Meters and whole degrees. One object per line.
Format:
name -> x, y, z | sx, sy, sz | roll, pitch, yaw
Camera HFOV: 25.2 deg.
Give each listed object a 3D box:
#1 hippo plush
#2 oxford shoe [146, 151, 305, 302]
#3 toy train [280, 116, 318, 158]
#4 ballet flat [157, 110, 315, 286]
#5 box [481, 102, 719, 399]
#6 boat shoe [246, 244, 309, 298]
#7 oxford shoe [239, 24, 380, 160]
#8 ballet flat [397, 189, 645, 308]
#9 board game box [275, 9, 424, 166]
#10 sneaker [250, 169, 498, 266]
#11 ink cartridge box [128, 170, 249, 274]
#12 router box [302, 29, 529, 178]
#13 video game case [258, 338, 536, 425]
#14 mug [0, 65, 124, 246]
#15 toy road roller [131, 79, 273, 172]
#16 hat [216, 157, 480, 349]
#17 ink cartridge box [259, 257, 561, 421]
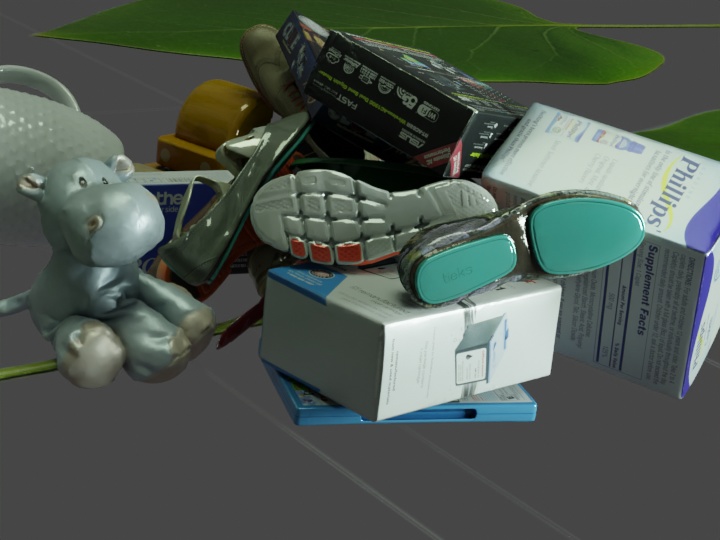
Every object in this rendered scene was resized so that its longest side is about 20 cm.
hippo plush -> -0.200, -0.012, 1.317 | 0.159, 0.162, 0.200 | -8, 24, -36
oxford shoe -> -0.125, -0.044, 1.484 | 0.200, 0.071, 0.073 | -41, 22, -29
toy train -> -0.019, -0.126, 1.720 | 0.085, 0.114, 0.200 | -20, 0, 18
ballet flat -> -0.110, -0.078, 1.414 | 0.064, 0.200, 0.067 | 35, -24, -8
box -> 0.209, -0.017, 1.362 | 0.199, 0.184, 0.105 | 22, 52, 21
boat shoe -> -0.004, -0.003, 1.507 | 0.199, 0.074, 0.063 | -10, 32, -8
oxford shoe -> -0.048, -0.170, 1.595 | 0.200, 0.070, 0.075 | 49, -3, 7
ballet flat -> 0.119, -0.025, 1.242 | 0.199, 0.072, 0.072 | -14, 24, -15
board game box -> -0.002, -0.167, 1.529 | 0.135, 0.035, 0.200 | 28, 20, -27
sneaker -> 0.010, -0.034, 1.315 | 0.199, 0.077, 0.082 | 4, -10, -2
ink cartridge box -> -0.138, -0.045, 1.541 | 0.199, 0.094, 0.044 | -3, 21, -25
router box -> 0.063, -0.139, 1.389 | 0.150, 0.062, 0.200 | 33, 15, 22
video game case -> 0.027, 0.089, 1.322 | 0.199, 0.018, 0.143 | 1, 20, -16
mug -> -0.325, -0.117, 1.560 | 0.175, 0.148, 0.201 | 8, 52, -24
toy road roller -> -0.161, -0.113, 1.648 | 0.123, 0.147, 0.200 | 19, 23, 34
hat -> 0.000, 0.000, 1.427 | 0.199, 0.177, 0.166 | 6, -6, 11
ink cartridge box -> 0.041, 0.043, 1.300 | 0.199, 0.086, 0.146 | -12, 25, -40
